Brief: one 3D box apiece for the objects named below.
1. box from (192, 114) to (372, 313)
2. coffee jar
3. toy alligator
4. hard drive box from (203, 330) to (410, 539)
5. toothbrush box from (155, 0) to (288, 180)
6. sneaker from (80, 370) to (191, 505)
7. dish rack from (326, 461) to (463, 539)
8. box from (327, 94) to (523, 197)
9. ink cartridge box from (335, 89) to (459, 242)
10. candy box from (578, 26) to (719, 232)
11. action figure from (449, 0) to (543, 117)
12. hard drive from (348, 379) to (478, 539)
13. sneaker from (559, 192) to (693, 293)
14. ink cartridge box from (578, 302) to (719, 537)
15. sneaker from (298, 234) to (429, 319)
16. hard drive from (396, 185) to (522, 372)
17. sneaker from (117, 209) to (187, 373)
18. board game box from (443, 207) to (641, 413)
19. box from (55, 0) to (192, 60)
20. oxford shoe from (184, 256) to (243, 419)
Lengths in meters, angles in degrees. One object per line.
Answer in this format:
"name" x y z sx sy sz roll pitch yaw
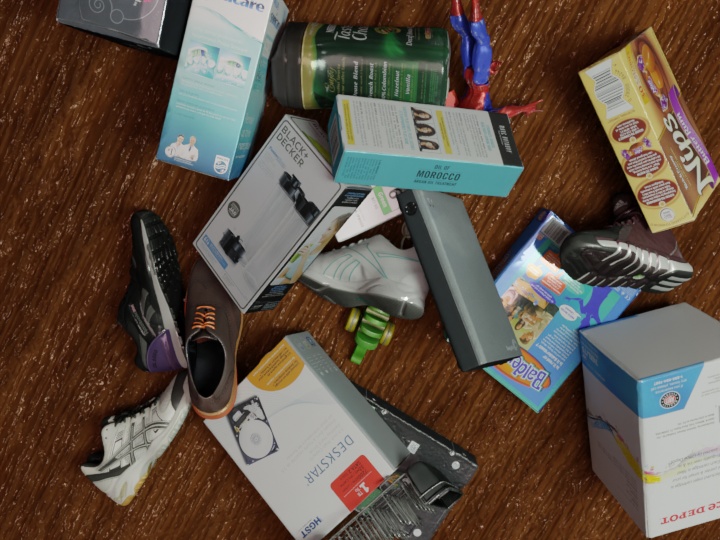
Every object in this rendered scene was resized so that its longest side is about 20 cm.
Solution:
"box" -0.092 -0.062 0.850 0.200 0.060 0.117 -47 70 24
"coffee jar" 0.000 -0.227 0.838 0.197 0.105 0.086 3 126 2
"toy alligator" 0.030 0.028 0.914 0.059 0.054 0.202 22 100 -4
"hard drive box" -0.064 0.201 0.902 0.156 0.077 0.200 -46 78 12
"toothbrush box" -0.148 -0.211 0.826 0.084 0.146 0.203 15 99 -3
"sneaker" -0.279 0.199 0.936 0.087 0.076 0.201 35 98 -6
"dish rack" 0.023 0.302 0.876 0.199 0.154 0.055 -40 65 0
"box" 0.067 -0.131 0.794 0.197 0.083 0.049 3 144 -16
"ink cartridge box" 0.042 -0.125 0.888 0.198 0.050 0.110 -24 98 5
"candy box" 0.329 -0.159 0.846 0.056 0.116 0.202 -21 101 46
"action figure" 0.152 -0.237 0.848 0.098 0.065 0.202 -22 127 -22
"hard drive" 0.033 0.251 0.963 0.198 0.038 0.141 31 99 -6
"sneaker" 0.295 -0.044 0.868 0.198 0.075 0.117 12 58 -33
"ink cartridge box" 0.358 0.169 0.870 0.144 0.146 0.203 -13 109 -6
"sneaker" 0.000 0.000 0.881 0.198 0.070 0.081 11 69 33
"hard drive" 0.113 0.010 0.836 0.033 0.139 0.203 -25 76 26
"sneaker" -0.264 0.031 0.909 0.086 0.076 0.203 -10 100 8
"board game box" 0.221 0.050 0.922 0.151 0.045 0.201 38 98 -7
"box" -0.221 -0.294 0.784 0.104 0.200 0.124 14 101 -2
"oxford shoe" -0.174 0.066 0.878 0.070 0.073 0.203 -7 67 -6
